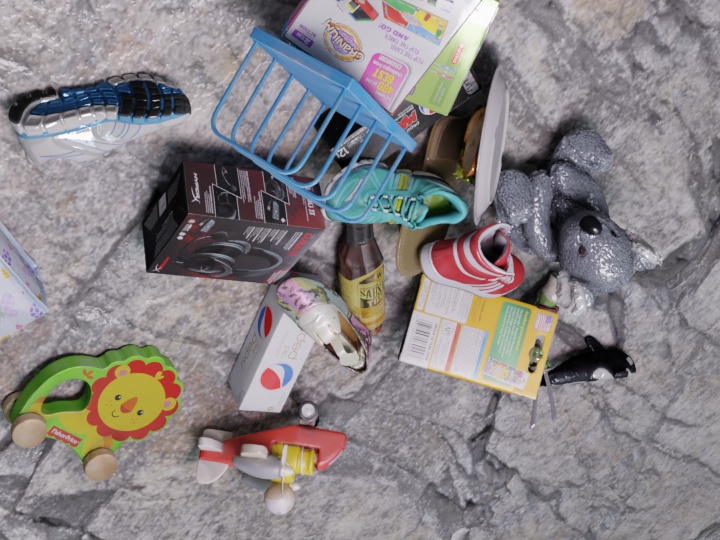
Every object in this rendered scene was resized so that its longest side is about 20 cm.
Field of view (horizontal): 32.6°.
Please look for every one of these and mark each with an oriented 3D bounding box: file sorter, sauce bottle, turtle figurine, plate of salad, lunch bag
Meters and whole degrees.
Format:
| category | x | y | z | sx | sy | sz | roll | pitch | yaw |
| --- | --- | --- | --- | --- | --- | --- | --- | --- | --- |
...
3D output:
| category | x | y | z | sx | sy | sz | roll | pitch | yaw |
| --- | --- | --- | --- | --- | --- | --- | --- | --- | --- |
| file sorter | -0.053 | -0.151 | 1.355 | 0.123 | 0.138 | 0.200 | -58 | 154 | 0 |
| sauce bottle | 0.000 | 0.000 | 1.650 | 0.065 | 0.066 | 0.202 | -16 | 134 | -13 |
| turtle figurine | 0.270 | 0.113 | 1.803 | 0.143 | 0.200 | 0.195 | 24 | 103 | -47 |
| plate of salad | 0.150 | -0.158 | 1.530 | 0.047 | 0.201 | 0.202 | 8 | 131 | 11 |
| lunch bag | -0.476 | 0.002 | 1.382 | 0.169 | 0.127 | 0.201 | -31 | 127 | -2 |

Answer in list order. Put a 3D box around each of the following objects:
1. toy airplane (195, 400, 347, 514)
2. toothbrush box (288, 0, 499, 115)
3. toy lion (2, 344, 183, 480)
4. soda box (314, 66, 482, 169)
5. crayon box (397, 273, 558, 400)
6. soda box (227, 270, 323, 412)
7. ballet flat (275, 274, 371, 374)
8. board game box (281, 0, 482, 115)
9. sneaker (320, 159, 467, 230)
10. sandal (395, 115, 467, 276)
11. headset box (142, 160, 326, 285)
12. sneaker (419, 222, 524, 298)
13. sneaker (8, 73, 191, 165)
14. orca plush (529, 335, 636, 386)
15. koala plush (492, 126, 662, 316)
| category | x | y | z | sx | sy | sz | roll | pitch | yaw |
| --- | --- | --- | --- | --- | --- | --- | --- | --- | --- |
| toy airplane | -0.138 | 0.278 | 1.747 | 0.198 | 0.143 | 0.199 | -26 | 160 | 38 |
| toothbrush box | 0.036 | -0.284 | 1.371 | 0.198 | 0.086 | 0.147 | 19 | 119 | -10 |
| toy lion | -0.342 | 0.173 | 1.636 | 0.192 | 0.069 | 0.199 | -48 | 131 | 7 |
| soda box | 0.045 | -0.201 | 1.501 | 0.199 | 0.071 | 0.063 | -35 | 133 | 4 |
| crayon box | 0.163 | 0.092 | 1.718 | 0.198 | 0.052 | 0.127 | 16 | 89 | 0 |
| soda box | -0.111 | 0.099 | 1.679 | 0.067 | 0.064 | 0.201 | 8 | 123 | -31 |
| ballet flat | -0.038 | 0.077 | 1.600 | 0.069 | 0.072 | 0.200 | -30 | 139 | 12 |
| board game box | 0.033 | -0.287 | 1.297 | 0.152 | 0.040 | 0.200 | 33 | 117 | -16 |
| sneaker | 0.044 | -0.086 | 1.490 | 0.198 | 0.080 | 0.078 | -3 | 117 | -33 |
| sandal | 0.078 | -0.102 | 1.610 | 0.077 | 0.069 | 0.214 | 13 | 98 | -41 |
| headset box | -0.146 | -0.053 | 1.492 | 0.198 | 0.078 | 0.149 | 7 | 150 | -29 |
| sneaker | 0.180 | -0.012 | 1.605 | 0.112 | 0.072 | 0.199 | -16 | 165 | 41 |
| sneaker | -0.288 | -0.162 | 1.383 | 0.197 | 0.075 | 0.087 | -8 | 138 | -10 |
| orca plush | 0.354 | 0.142 | 1.958 | 0.197 | 0.072 | 0.105 | -5 | 174 | -17 |
| koala plush | 0.294 | -0.046 | 1.641 | 0.176 | 0.201 | 0.184 | -31 | 149 | -12 |
